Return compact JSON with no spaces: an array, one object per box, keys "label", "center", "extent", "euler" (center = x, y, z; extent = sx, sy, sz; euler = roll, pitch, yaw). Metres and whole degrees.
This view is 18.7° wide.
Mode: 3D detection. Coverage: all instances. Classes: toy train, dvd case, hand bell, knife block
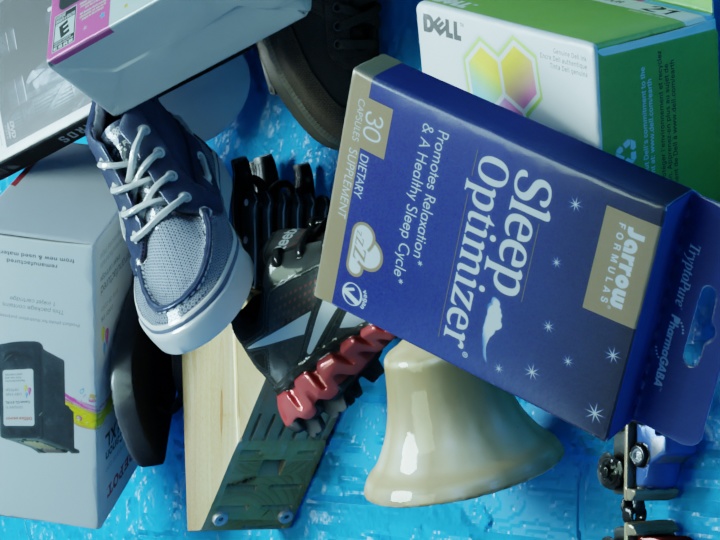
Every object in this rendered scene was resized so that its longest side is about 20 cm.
[{"label":"toy train","center":[0.135,0.142,1.025],"extent":[0.046,0.034,0.202],"euler":[-6,83,54]},{"label":"dvd case","center":[-0.165,-0.162,1.343],"extent":[0.199,0.025,0.151],"euler":[-25,66,25]},{"label":"hand bell","center":[0.030,0.005,1.085],"extent":[0.104,0.104,0.202],"euler":[-1,105,57]},{"label":"knife block","center":[-0.072,0.035,1.335],"extent":[0.176,0.064,0.201],"euler":[56,133,45]}]

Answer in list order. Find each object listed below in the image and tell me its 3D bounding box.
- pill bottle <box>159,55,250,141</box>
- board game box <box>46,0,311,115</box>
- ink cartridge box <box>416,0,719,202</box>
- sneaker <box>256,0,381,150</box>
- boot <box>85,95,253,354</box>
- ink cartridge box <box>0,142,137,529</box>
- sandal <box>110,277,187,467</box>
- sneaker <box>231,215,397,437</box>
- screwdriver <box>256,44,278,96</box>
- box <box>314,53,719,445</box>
[{"label":"pill bottle","center":[-0.146,-0.167,1.423],"extent":[0.200,0.112,0.113],"euler":[55,131,44]},{"label":"board game box","center":[-0.097,-0.205,1.211],"extent":[0.147,0.064,0.201],"euler":[-23,49,31]},{"label":"ink cartridge box","center":[0.093,-0.122,1.026],"extent":[0.148,0.075,0.202],"euler":[24,126,55]},{"label":"sneaker","center":[-0.021,-0.171,1.252],"extent":[0.075,0.070,0.202],"euler":[-21,84,42]},{"label":"boot","center":[-0.115,-0.035,1.212],"extent":[0.073,0.090,0.200],"euler":[-35,27,9]},{"label":"ink cartridge box","center":[-0.181,0.040,1.388],"extent":[0.146,0.082,0.201],"euler":[-64,-21,-61]},{"label":"sandal","center":[-0.114,0.024,1.366],"extent":[0.042,0.076,0.202],"euler":[1,64,18]},{"label":"sneaker","center":[0.000,0.000,1.176],"extent":[0.098,0.071,0.200],"euler":[47,124,3]},{"label":"screwdriver","center":[-0.066,-0.151,1.335],"extent":[0.201,0.028,0.029],"euler":[-106,11,-51]},{"label":"box","center":[0.074,-0.005,0.988],"extent":[0.199,0.032,0.122],"euler":[25,121,25]}]
